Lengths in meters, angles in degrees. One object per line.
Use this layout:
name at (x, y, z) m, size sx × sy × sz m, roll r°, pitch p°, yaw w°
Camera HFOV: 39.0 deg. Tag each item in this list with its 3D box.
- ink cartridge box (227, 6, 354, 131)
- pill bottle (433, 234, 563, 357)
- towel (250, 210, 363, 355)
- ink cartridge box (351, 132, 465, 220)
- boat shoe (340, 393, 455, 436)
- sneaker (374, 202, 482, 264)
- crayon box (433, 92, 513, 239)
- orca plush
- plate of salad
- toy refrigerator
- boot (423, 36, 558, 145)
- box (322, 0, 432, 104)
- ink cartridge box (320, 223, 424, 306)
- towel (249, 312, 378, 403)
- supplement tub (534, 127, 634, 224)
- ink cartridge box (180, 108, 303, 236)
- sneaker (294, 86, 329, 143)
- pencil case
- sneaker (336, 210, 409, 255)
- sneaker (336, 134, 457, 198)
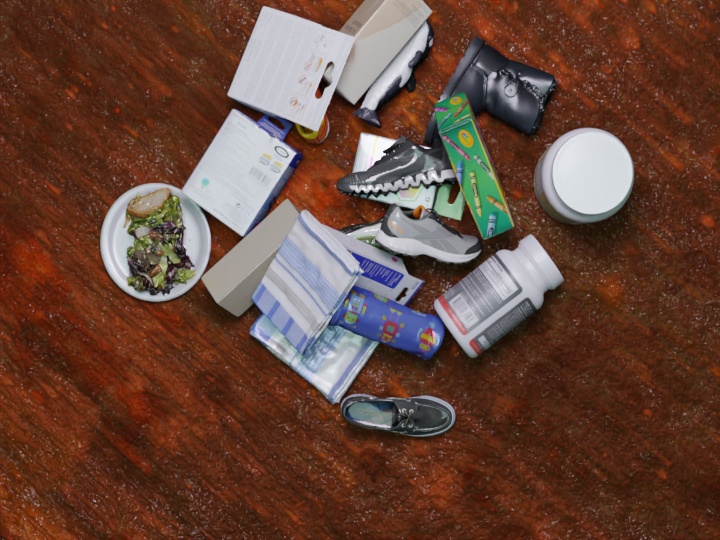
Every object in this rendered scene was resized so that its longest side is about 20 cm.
ink cartridge box at (-0.106, -0.325, 1.650) m, size 0.198 × 0.050 × 0.165 m, roll 25°, pitch 93°, yaw 27°
pill bottle at (0.228, 0.040, 1.666) m, size 0.199 × 0.116 × 0.117 m, roll -37°, pitch 88°, yaw 4°
towel at (-0.091, 0.021, 1.635) m, size 0.147 × 0.024 × 0.201 m, roll 46°, pitch 121°, yaw 19°
ink cartridge box at (0.085, -0.156, 1.700) m, size 0.196 × 0.059 × 0.106 m, roll 14°, pitch 92°, yaw 4°
boat shoe at (0.062, 0.246, 1.713) m, size 0.196 × 0.057 × 0.070 m, roll 3°, pitch 91°, yaw 5°
sneaker at (0.120, -0.061, 1.656) m, size 0.197 × 0.074 × 0.081 m, roll 9°, pitch 105°, yaw -30°
crayon box at (0.181, -0.168, 1.623) m, size 0.057 × 0.119 × 0.202 m, roll -21°, pitch 117°, yaw 11°
orca plush at (0.073, -0.317, 1.692) m, size 0.071 × 0.104 × 0.203 m, roll 38°, pitch 66°, yaw -34°
plate of salad at (-0.355, -0.048, 1.746) m, size 0.196 × 0.048 × 0.205 m, roll 0°, pitch 91°, yaw 4°
toy refrigerator at (-0.167, -0.022, 1.709) m, size 0.200 × 0.076 × 0.070 m, roll -43°, pitch 60°, yaw 5°
boot at (0.216, -0.266, 1.678) m, size 0.166 × 0.076 × 0.202 m, roll 29°, pitch 87°, yaw 7°
box at (0.016, -0.381, 1.675) m, size 0.077 × 0.095 × 0.201 m, roll 39°, pitch 93°, yaw -26°
ink cartridge box at (0.000, 0.000, 1.683) m, size 0.197 × 0.037 × 0.095 m, roll 25°, pitch 132°, yaw -15°
towel at (-0.076, 0.110, 1.731) m, size 0.199 × 0.024 × 0.148 m, roll 38°, pitch 93°, yaw 3°
supplement tub at (0.353, -0.147, 1.608) m, size 0.141 × 0.200 × 0.148 m, roll 0°, pitch 91°, yaw 4°
ink cartridge box at (-0.190, -0.176, 1.714) m, size 0.135 × 0.076 × 0.202 m, roll 34°, pitch 96°, yaw 4°
sneaker at (-0.100, -0.313, 1.704) m, size 0.072 × 0.077 × 0.203 m, roll -24°, pitch 84°, yaw 6°
pencil case at (0.043, 0.083, 1.679) m, size 0.197 × 0.087 × 0.079 m, roll 21°, pitch 108°, yaw -13°
sneaker at (0.014, -0.034, 1.708) m, size 0.196 × 0.077 × 0.090 m, roll -14°, pitch 100°, yaw 8°
sneaker at (0.055, -0.170, 1.642) m, size 0.196 × 0.066 × 0.092 m, roll -8°, pitch 88°, yaw 1°
